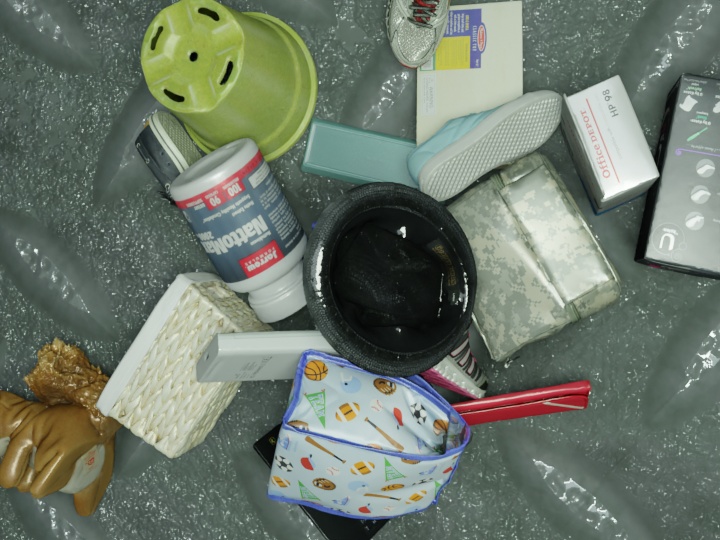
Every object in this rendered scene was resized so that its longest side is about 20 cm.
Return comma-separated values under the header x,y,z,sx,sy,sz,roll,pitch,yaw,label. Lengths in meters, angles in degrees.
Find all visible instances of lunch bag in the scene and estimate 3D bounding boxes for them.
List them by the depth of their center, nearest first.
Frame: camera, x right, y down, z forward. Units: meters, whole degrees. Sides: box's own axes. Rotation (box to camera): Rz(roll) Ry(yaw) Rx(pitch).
x,y,z,sx,sy,sz,roll,pitch,yaw,label
0.009,0.191,0.981,0.196,0.171,0.126,15,51,0,lunch bag
0.179,-0.014,1.021,0.166,0.139,0.203,-30,83,5,lunch bag

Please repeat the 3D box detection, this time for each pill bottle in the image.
x,y,z,sx,sy,sz,roll,pitch,yaw,label
-0.133,-0.044,1.081,0.118,0.120,0.202,-25,111,11,pill bottle

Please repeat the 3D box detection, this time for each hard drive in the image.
x,y,z,sx,sy,sz,roll,pitch,yaw,label
-0.077,0.097,1.007,0.196,0.132,0.027,0,69,-22,hard drive

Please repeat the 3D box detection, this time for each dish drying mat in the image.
x,y,z,sx,sy,sz,roll,pitch,yaw,label
0.170,0.163,1.044,0.195,0.077,0.019,-11,65,5,dish drying mat

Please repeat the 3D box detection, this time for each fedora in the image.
x,y,z,sx,sy,sz,roll,pitch,yaw,label
0.019,0.009,0.899,0.197,0.091,0.206,-1,92,-26,fedora

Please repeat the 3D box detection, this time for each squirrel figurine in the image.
x,y,z,sx,sy,sz,roll,pitch,yaw,label
-0.415,0.195,1.183,0.184,0.142,0.203,24,80,23,squirrel figurine

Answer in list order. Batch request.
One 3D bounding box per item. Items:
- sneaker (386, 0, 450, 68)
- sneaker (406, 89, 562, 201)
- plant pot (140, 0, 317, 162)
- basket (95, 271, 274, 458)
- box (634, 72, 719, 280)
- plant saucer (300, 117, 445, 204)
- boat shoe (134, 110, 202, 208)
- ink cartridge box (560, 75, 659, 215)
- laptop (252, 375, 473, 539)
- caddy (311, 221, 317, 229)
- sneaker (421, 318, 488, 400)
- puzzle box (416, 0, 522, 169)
x,y,z,sx,sy,sz,roll,pitch,yaw,label
0.075,-0.338,1.037,0.076,0.082,0.204,12,111,0,sneaker
0.139,-0.163,1.033,0.197,0.075,0.082,-29,47,-8,sneaker
-0.171,-0.242,1.090,0.196,0.184,0.205,0,88,13,plant pot
-0.214,0.119,1.120,0.122,0.135,0.202,36,96,8,basket
0.378,-0.099,0.985,0.104,0.122,0.205,12,91,13,box
0.020,-0.141,1.127,0.196,0.019,0.071,15,92,14,plant saucer
-0.228,-0.109,1.158,0.062,0.074,0.202,-34,86,22,boat shoe
0.270,-0.134,0.972,0.066,0.200,0.118,-22,84,11,ink cartridge box
0.006,0.208,1.077,0.178,0.199,0.104,48,135,10,laptop
0.000,0.000,1.043,0.104,0.200,0.143,-34,82,-7,caddy
0.102,0.085,1.020,0.073,0.199,0.089,14,74,38,sneaker
0.134,-0.225,1.087,0.130,0.025,0.205,0,83,13,puzzle box
